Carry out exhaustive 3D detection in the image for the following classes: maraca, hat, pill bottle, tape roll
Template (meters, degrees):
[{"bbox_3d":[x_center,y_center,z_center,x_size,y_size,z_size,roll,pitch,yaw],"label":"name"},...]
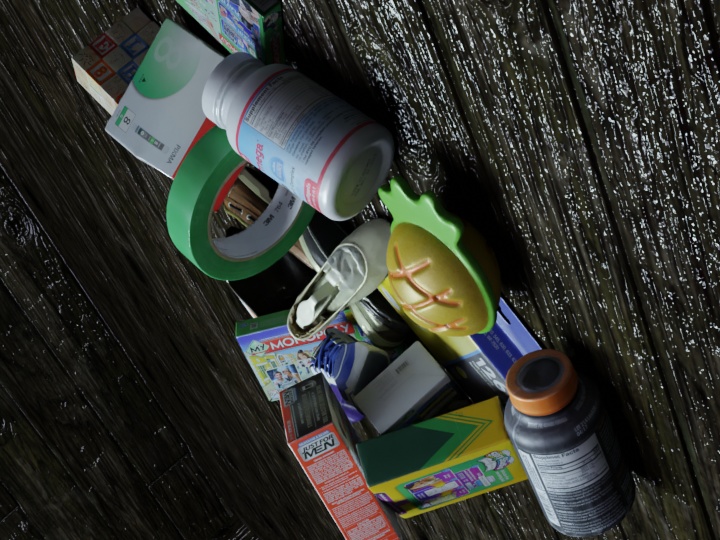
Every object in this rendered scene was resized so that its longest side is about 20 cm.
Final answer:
[{"bbox_3d":[0.078,-0.012,1.309,0.136,0.107,0.201,24,150,39],"label":"maraca"},{"bbox_3d":[-0.100,0.009,1.784,0.201,0.080,0.202,47,-157,-27],"label":"hat"},{"bbox_3d":[-0.069,-0.146,1.368,0.199,0.109,0.109,35,158,25],"label":"pill bottle"},{"bbox_3d":[0.213,0.175,1.357,0.106,0.106,0.201,28,151,49],"label":"pill bottle"},{"bbox_3d":[-0.130,-0.087,1.514,0.048,0.200,0.201,36,158,34],"label":"tape roll"}]

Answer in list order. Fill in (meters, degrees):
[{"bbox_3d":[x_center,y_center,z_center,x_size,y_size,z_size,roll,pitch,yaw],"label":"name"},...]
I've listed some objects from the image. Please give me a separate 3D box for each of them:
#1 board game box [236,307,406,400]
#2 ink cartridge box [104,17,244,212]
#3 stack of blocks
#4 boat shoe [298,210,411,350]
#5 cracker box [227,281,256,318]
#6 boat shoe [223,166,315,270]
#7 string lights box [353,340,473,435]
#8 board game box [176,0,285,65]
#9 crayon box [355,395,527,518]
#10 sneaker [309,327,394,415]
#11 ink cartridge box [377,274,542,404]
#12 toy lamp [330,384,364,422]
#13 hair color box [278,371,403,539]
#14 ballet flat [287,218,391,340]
[{"bbox_3d":[-0.048,0.099,1.711,0.029,0.197,0.135,-93,-15,-45],"label":"board game box"},{"bbox_3d":[-0.203,-0.188,1.564,0.200,0.162,0.050,38,-170,37],"label":"ink cartridge box"},{"bbox_3d":[-0.265,-0.230,1.695,0.200,0.115,0.059,45,162,13],"label":"stack of blocks"},{"bbox_3d":[0.000,0.001,1.604,0.202,0.071,0.066,55,138,9],"label":"boat shoe"},{"bbox_3d":[-0.153,0.024,1.938,0.135,0.057,0.200,55,178,-11],"label":"cracker box"},{"bbox_3d":[-0.105,-0.051,1.706,0.200,0.068,0.072,46,-167,35],"label":"boat shoe"},{"bbox_3d":[0.071,0.163,1.574,0.059,0.103,0.200,49,-179,25],"label":"string lights box"},{"bbox_3d":[-0.159,-0.305,1.433,0.200,0.029,0.135,44,162,18],"label":"board game box"},{"bbox_3d":[0.103,0.224,1.539,0.200,0.171,0.059,56,-164,-65],"label":"crayon box"},{"bbox_3d":[-0.018,0.121,1.607,0.114,0.081,0.199,23,177,18],"label":"sneaker"},{"bbox_3d":[0.116,0.064,1.474,0.198,0.047,0.200,51,164,0],"label":"ink cartridge box"},{"bbox_3d":[0.025,0.180,1.743,0.058,0.059,0.199,35,-170,38],"label":"toy lamp"},{"bbox_3d":[-0.023,0.234,1.546,0.111,0.063,0.201,-108,-8,-62],"label":"hair color box"},{"bbox_3d":[-0.027,0.016,1.539,0.070,0.069,0.200,47,129,8],"label":"ballet flat"}]
